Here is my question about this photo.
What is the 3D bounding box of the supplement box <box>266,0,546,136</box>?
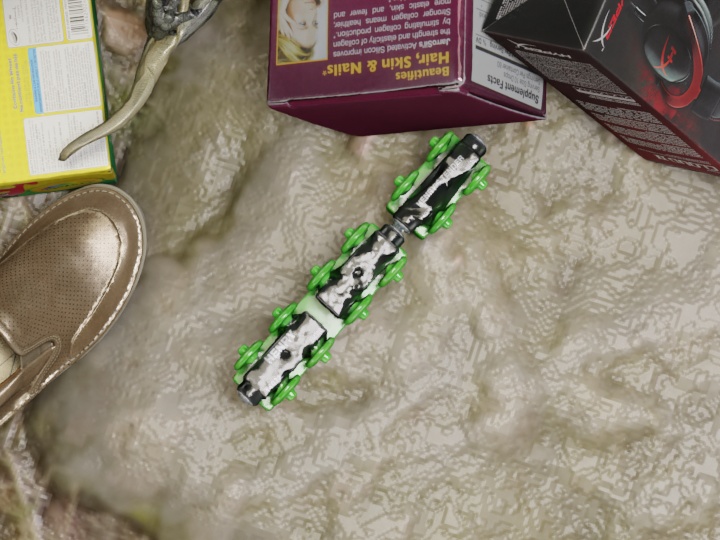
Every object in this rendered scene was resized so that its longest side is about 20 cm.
[{"bbox_3d":[0.030,-0.184,1.575,0.131,0.103,0.201,-2,81,32],"label":"supplement box"}]

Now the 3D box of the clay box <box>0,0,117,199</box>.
[{"bbox_3d":[-0.245,-0.095,1.613,0.199,0.048,0.115,-7,82,-1],"label":"clay box"}]

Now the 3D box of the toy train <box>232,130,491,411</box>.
[{"bbox_3d":[0.000,0.000,1.597,0.042,0.056,0.200,42,84,0],"label":"toy train"}]

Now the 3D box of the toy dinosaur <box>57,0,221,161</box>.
[{"bbox_3d":[-0.100,-0.147,1.580,0.047,0.088,0.200,35,62,-13],"label":"toy dinosaur"}]

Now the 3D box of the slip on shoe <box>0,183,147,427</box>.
[{"bbox_3d":[-0.195,0.032,1.589,0.200,0.061,0.076,-44,84,-6],"label":"slip on shoe"}]

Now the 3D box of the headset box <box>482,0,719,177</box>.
[{"bbox_3d":[0.173,-0.150,1.562,0.075,0.200,0.149,16,78,41],"label":"headset box"}]
